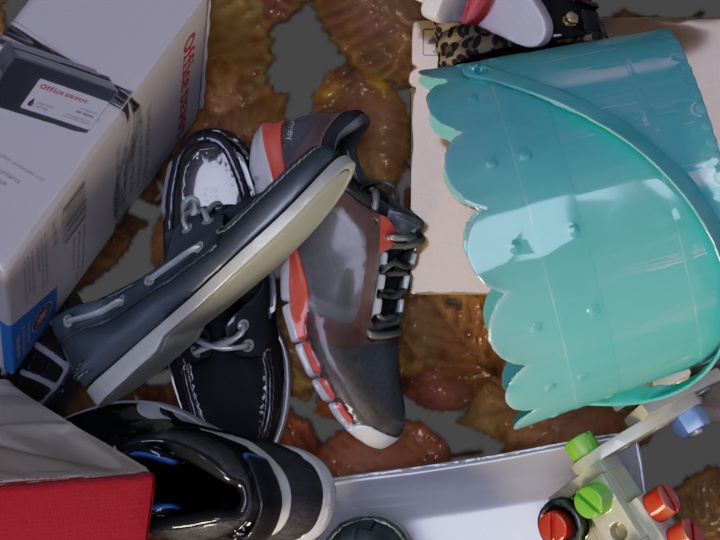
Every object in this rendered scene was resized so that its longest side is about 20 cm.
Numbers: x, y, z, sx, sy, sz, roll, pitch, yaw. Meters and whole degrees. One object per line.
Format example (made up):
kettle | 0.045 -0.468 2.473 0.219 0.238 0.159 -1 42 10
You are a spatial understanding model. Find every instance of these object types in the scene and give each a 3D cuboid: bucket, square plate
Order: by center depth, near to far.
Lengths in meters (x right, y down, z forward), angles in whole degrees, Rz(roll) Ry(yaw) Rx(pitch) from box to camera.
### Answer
bucket | 0.120 -0.025 1.111 0.135 0.207 0.207 -16 86 3
square plate | 0.077 0.205 1.212 0.198 0.028 0.200 -9 87 4

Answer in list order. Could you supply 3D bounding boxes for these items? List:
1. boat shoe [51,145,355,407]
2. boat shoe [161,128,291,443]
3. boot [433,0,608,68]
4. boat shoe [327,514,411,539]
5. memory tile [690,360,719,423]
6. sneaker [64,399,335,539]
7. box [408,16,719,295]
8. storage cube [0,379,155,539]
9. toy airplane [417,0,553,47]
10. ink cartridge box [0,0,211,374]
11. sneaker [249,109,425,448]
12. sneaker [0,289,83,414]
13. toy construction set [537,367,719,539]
boat shoe | -0.090 -0.008 1.153 0.200 0.073 0.062 -42 80 15
boat shoe | -0.080 0.017 1.218 0.074 0.060 0.200 -1 88 4
boot | 0.120 -0.193 1.188 0.200 0.073 0.151 -9 75 9
boat shoe | 0.019 0.235 1.164 0.073 0.062 0.200 -13 87 5
memory tile | 0.272 0.033 1.157 0.153 0.017 0.200 36 120 10
sneaker | -0.123 0.107 1.163 0.200 0.112 0.073 5 84 30
box | 0.127 -0.065 1.221 0.200 0.021 0.164 0 88 5
storage cube | -0.229 0.165 1.090 0.200 0.171 0.180 0 105 -37
toy airplane | 0.079 -0.218 1.095 0.200 0.141 0.199 -19 73 11
ink cartridge box | -0.170 -0.065 1.155 0.084 0.145 0.200 30 65 6
sneaker | 0.000 0.000 1.197 0.082 0.077 0.200 -19 86 16
sneaker | -0.236 0.081 1.223 0.081 0.074 0.200 23 70 44
toy construction set | 0.176 0.138 1.137 0.131 0.092 0.200 -41 58 31
